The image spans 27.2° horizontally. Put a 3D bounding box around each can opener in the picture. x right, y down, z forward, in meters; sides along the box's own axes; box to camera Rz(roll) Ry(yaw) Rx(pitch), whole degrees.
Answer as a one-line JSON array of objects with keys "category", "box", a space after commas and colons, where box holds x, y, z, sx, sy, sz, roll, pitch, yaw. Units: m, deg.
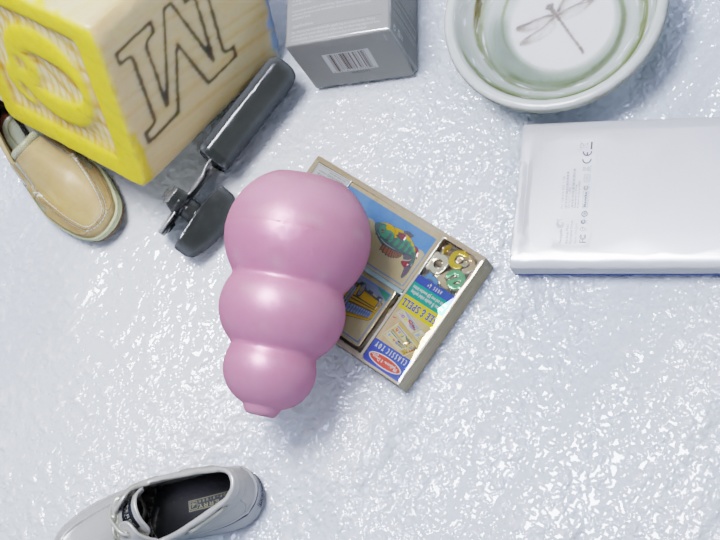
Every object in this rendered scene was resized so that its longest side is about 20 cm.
[{"category": "can opener", "box": [-0.121, -0.106, 1.381, 0.066, 0.053, 0.201, 34, 85, -6]}]

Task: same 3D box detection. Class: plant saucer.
[{"category": "plant saucer", "box": [0.174, -0.221, 1.301, 0.199, 0.050, 0.202, -8, 67, 19]}]

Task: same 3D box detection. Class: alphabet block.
[{"category": "alphabet block", "box": [-0.218, -0.234, 1.349, 0.195, 0.197, 0.200, 25, 59, 29]}]

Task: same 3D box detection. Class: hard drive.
[{"category": "hard drive", "box": [0.228, -0.061, 1.230, 0.199, 0.025, 0.133, 0, 70, 22]}]

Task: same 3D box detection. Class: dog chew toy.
[{"category": "dog chew toy", "box": [-0.062, 0.022, 1.236, 0.124, 0.124, 0.202, 8, 82, 24]}]

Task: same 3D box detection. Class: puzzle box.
[{"category": "puzzle box", "box": [0.000, 0.000, 1.297, 0.199, 0.025, 0.133, 32, 84, 29]}]

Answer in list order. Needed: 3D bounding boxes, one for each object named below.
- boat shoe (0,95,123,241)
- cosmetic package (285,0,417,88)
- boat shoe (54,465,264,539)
[{"category": "boat shoe", "box": [-0.307, -0.103, 1.431, 0.072, 0.076, 0.200, -48, 61, -2]}, {"category": "cosmetic package", "box": [-0.006, -0.282, 1.379, 0.106, 0.090, 0.201, -5, 65, 20]}, {"category": "boat shoe", "box": [-0.182, 0.211, 1.262, 0.199, 0.066, 0.072, -16, 65, 15]}]
